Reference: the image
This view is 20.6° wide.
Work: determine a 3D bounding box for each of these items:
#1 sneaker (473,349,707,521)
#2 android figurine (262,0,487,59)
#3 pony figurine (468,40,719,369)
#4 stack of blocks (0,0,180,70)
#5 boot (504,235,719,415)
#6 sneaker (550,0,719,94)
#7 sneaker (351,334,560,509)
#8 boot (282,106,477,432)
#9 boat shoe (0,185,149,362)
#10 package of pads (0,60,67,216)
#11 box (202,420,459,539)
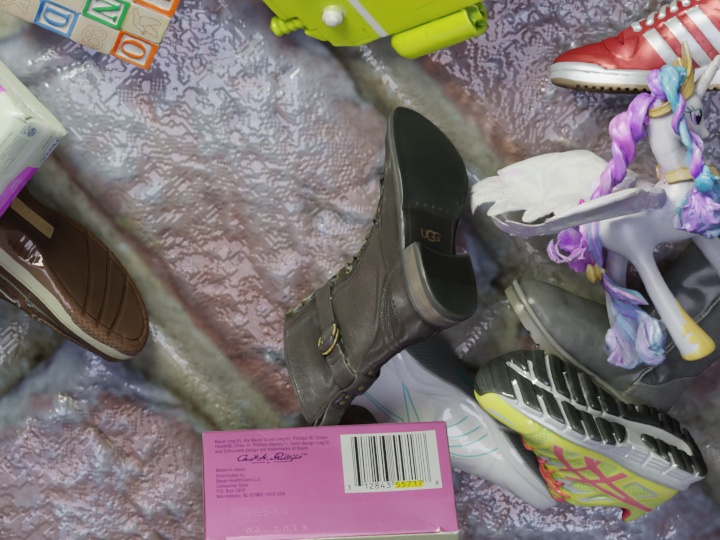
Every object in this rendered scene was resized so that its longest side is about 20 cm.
[{"bbox_3d":[0.153,0.130,1.419,0.199,0.078,0.090,28,120,-25],"label":"sneaker"},{"bbox_3d":[0.007,-0.210,1.325,0.199,0.041,0.182,-16,139,28],"label":"android figurine"},{"bbox_3d":[0.186,-0.035,1.352,0.192,0.167,0.201,-23,107,-2],"label":"pony figurine"},{"bbox_3d":[-0.157,-0.232,1.289,0.114,0.059,0.200,21,141,-9],"label":"stack of blocks"},{"bbox_3d":[0.228,0.007,1.443,0.181,0.073,0.200,38,108,-28],"label":"boot"},{"bbox_3d":[0.230,-0.182,1.386,0.198,0.071,0.114,-3,96,8],"label":"sneaker"},{"bbox_3d":[0.069,0.114,1.473,0.200,0.071,0.080,41,116,-12],"label":"sneaker"},{"bbox_3d":[0.000,0.000,1.407,0.069,0.201,0.174,21,139,-33],"label":"boot"},{"bbox_3d":[-0.239,-0.006,1.413,0.075,0.075,0.202,-26,117,37],"label":"boat shoe"},{"bbox_3d":[-0.310,-0.097,1.321,0.155,0.068,0.200,-50,63,10],"label":"package of pads"},{"bbox_3d":[-0.024,0.207,1.427,0.174,0.097,0.201,-3,139,-3],"label":"box"}]
